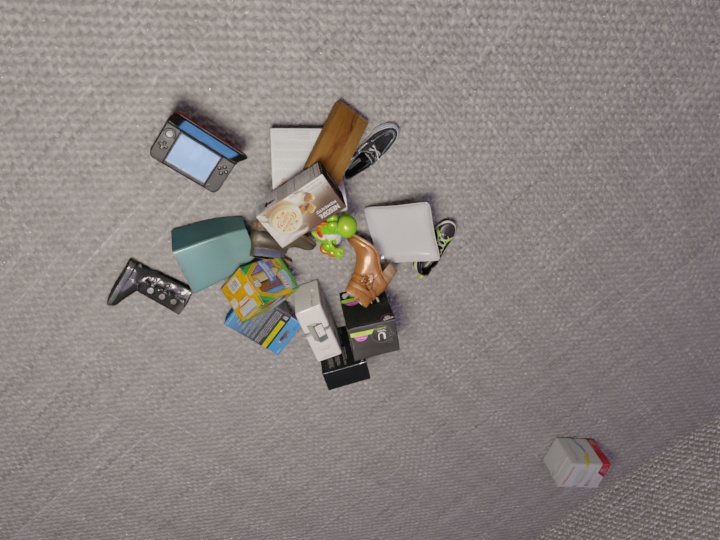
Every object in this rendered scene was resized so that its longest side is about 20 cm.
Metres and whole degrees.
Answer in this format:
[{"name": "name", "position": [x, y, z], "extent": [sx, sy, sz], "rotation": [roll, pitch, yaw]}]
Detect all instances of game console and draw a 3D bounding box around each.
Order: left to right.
[{"name": "game console", "position": [-0.412, -0.292, 1.380], "extent": [0.199, 0.119, 0.173], "rotation": [31, 110, -26]}]

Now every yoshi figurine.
[{"name": "yoshi figurine", "position": [-0.059, -0.103, 1.520], "extent": [0.112, 0.200, 0.113], "rotation": [-37, 83, -14]}]

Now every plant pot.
[{"name": "plant pot", "position": [-0.400, -0.060, 1.513], "extent": [0.198, 0.142, 0.142], "rotation": [-22, 123, -7]}]

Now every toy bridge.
[{"name": "toy bridge", "position": [-0.183, -0.106, 1.594], "extent": [0.067, 0.027, 0.201], "rotation": [28, 113, -24]}]

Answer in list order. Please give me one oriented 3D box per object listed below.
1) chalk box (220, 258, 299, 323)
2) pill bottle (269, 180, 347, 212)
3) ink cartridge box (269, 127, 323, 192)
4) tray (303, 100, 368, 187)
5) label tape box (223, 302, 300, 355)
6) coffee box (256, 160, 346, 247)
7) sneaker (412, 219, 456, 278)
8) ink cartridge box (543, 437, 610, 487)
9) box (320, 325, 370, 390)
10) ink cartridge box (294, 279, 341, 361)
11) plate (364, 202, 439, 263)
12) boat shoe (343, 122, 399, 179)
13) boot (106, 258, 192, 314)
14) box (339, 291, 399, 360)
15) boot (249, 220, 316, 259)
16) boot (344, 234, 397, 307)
[{"name": "chalk box", "position": [-0.272, 0.044, 1.569], "extent": [0.125, 0.199, 0.124], "rotation": [-40, 81, 38]}, {"name": "pill bottle", "position": [-0.141, -0.193, 1.499], "extent": [0.198, 0.115, 0.115], "rotation": [-10, 122, -5]}, {"name": "ink cartridge box", "position": [-0.156, -0.271, 1.438], "extent": [0.158, 0.047, 0.202], "rotation": [-2, 93, -12]}, {"name": "tray", "position": [-0.062, -0.327, 1.419], "extent": [0.098, 0.037, 0.201], "rotation": [30, 76, -27]}, {"name": "label tape box", "position": [-0.297, 0.150, 1.687], "extent": [0.199, 0.063, 0.144], "rotation": [34, 110, -17]}, {"name": "coffee box", "position": [-0.150, -0.165, 1.374], "extent": [0.199, 0.080, 0.115], "rotation": [-30, 125, 11]}, {"name": "sneaker", "position": [0.237, -0.060, 1.677], "extent": [0.071, 0.083, 0.201], "rotation": [21, 114, -23]}, {"name": "ink cartridge box", "position": [0.911, 0.813, 2.310], "extent": [0.198, 0.145, 0.146], "rotation": [8, 119, -17]}, {"name": "box", "position": [-0.057, 0.271, 1.745], "extent": [0.140, 0.201, 0.079], "rotation": [-17, 123, 0]}, {"name": "ink cartridge box", "position": [-0.134, 0.154, 1.691], "extent": [0.083, 0.146, 0.201], "rotation": [-19, 122, 2]}, {"name": "plate", "position": [0.126, -0.114, 1.618], "extent": [0.198, 0.032, 0.201], "rotation": [-2, 126, 21]}, {"name": "boat shoe", "position": [0.026, -0.320, 1.484], "extent": [0.199, 0.068, 0.072], "rotation": [-35, 122, 10]}, {"name": "boot", "position": [-0.614, 0.074, 1.596], "extent": [0.199, 0.066, 0.165], "rotation": [28, 113, -30]}, {"name": "box", "position": [0.026, 0.157, 1.694], "extent": [0.147, 0.201, 0.125], "rotation": [-13, 123, -4]}, {"name": "boot", "position": [-0.220, -0.064, 1.525], "extent": [0.199, 0.075, 0.098], "rotation": [17, 75, -28]}, {"name": "boot", "position": [0.000, 0.000, 1.627], "extent": [0.200, 0.074, 0.155], "rotation": [43, 83, -13]}]
